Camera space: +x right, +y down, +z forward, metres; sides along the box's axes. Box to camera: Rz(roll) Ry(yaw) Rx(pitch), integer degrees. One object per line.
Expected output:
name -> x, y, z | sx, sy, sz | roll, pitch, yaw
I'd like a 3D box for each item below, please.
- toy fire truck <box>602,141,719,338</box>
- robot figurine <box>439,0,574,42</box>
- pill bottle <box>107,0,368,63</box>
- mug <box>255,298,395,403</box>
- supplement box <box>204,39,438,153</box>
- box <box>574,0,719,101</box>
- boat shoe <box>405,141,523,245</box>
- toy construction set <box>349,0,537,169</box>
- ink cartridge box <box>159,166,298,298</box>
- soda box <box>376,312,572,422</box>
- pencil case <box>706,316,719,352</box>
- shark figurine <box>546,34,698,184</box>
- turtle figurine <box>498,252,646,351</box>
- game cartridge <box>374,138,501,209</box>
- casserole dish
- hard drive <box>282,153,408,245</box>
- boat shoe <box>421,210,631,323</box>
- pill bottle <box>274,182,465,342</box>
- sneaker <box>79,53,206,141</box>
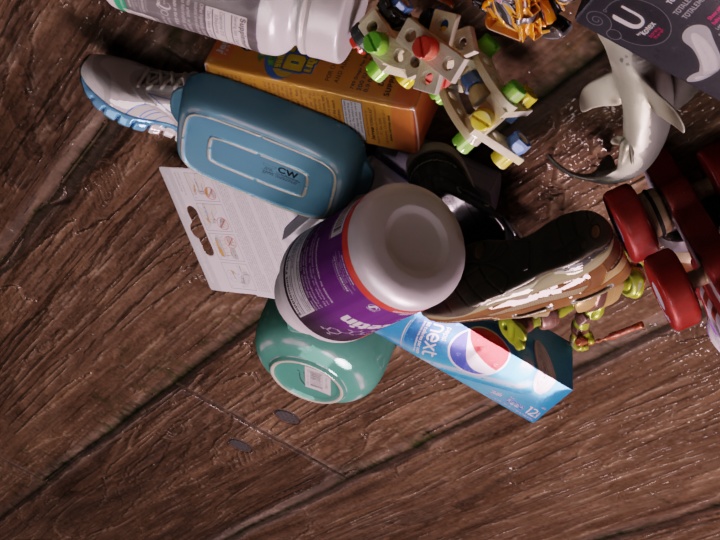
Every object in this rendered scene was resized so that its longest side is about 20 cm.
toy fire truck -> 0.293, -0.001, 1.311 | 0.112, 0.200, 0.168 | -25, 136, 3
robot figurine -> 0.074, -0.237, 1.134 | 0.200, 0.058, 0.145 | 36, 159, 30
pill bottle -> -0.097, -0.239, 1.251 | 0.200, 0.113, 0.113 | 17, 150, 8
mug -> -0.051, 0.069, 1.724 | 0.185, 0.114, 0.152 | 40, 147, -28
supplement box -> -0.034, -0.166, 1.376 | 0.200, 0.067, 0.069 | 12, 149, 16
box -> 0.272, -0.194, 1.079 | 0.200, 0.106, 0.122 | 27, 151, -8
boat shoe -> 0.105, -0.027, 1.423 | 0.074, 0.066, 0.199 | -21, 127, 14
toy construction set -> 0.066, -0.157, 1.238 | 0.092, 0.131, 0.200 | -36, 158, 12
ink cartridge box -> -0.098, -0.047, 1.595 | 0.200, 0.057, 0.163 | 10, 130, 44
soda box -> 0.110, 0.064, 1.500 | 0.200, 0.068, 0.064 | 30, 128, -18
pencil case -> 0.368, 0.016, 1.381 | 0.084, 0.086, 0.200 | 10, 149, 3
shark figurine -> 0.233, -0.126, 1.256 | 0.128, 0.089, 0.215 | 46, 153, 30
turtle figurine -> 0.215, 0.014, 1.461 | 0.161, 0.064, 0.200 | -12, 152, -27
game cartridge -> 0.060, -0.061, 1.517 | 0.133, 0.041, 0.200 | 28, 151, -2
casserole dish -> -0.086, -0.105, 1.399 | 0.200, 0.039, 0.121 | 21, 146, 4
hard drive -> 0.043, -0.016, 1.502 | 0.200, 0.025, 0.132 | 36, 127, -23
boat shoe -> 0.144, 0.013, 1.353 | 0.200, 0.076, 0.074 | -17, 136, 37
pill bottle -> 0.000, 0.000, 1.391 | 0.112, 0.113, 0.200 | 33, 152, -17
sneaker -> -0.169, -0.167, 1.480 | 0.200, 0.075, 0.087 | 25, 134, -6
